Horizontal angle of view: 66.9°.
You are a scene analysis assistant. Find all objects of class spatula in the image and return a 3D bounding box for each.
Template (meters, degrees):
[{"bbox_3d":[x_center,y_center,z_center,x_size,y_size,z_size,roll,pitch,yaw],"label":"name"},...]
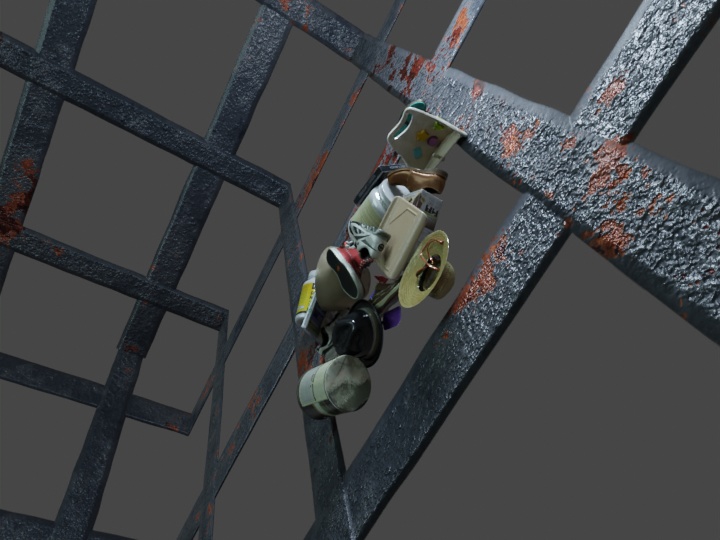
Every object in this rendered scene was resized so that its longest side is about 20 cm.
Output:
[{"bbox_3d":[0.048,0.166,1.537,0.200,0.020,0.058,-43,36,42],"label":"spatula"}]

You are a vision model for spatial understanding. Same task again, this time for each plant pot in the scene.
[{"bbox_3d":[-0.042,0.032,1.724,0.130,0.201,0.207,4,65,23],"label":"plant pot"}]

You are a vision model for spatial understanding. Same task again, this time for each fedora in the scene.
[{"bbox_3d":[-0.019,0.182,1.520,0.198,0.089,0.209,12,104,55],"label":"fedora"}]

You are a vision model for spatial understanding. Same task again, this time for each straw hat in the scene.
[{"bbox_3d":[0.180,0.015,1.302,0.202,0.084,0.204,-49,24,30],"label":"straw hat"}]

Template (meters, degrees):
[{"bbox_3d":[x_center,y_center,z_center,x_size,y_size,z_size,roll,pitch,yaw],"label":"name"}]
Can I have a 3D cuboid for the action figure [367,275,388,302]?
[{"bbox_3d":[0.027,0.115,1.627,0.065,0.050,0.207,-1,70,66],"label":"action figure"}]

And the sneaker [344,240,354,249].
[{"bbox_3d":[-0.029,-0.053,1.863,0.204,0.091,0.071,-60,22,17],"label":"sneaker"}]

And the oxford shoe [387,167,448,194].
[{"bbox_3d":[0.153,-0.250,1.564,0.195,0.071,0.074,8,79,38],"label":"oxford shoe"}]

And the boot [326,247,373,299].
[{"bbox_3d":[0.000,0.000,1.601,0.202,0.140,0.074,56,138,39],"label":"boot"}]

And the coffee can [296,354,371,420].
[{"bbox_3d":[-0.078,0.330,1.527,0.199,0.143,0.151,-33,38,55],"label":"coffee can"}]

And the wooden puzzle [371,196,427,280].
[{"bbox_3d":[0.099,-0.089,1.456,0.189,0.036,0.200,-63,26,11],"label":"wooden puzzle"}]

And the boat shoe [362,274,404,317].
[{"bbox_3d":[0.063,0.065,1.515,0.076,0.073,0.203,56,131,18],"label":"boat shoe"}]

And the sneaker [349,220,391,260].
[{"bbox_3d":[0.007,-0.079,1.504,0.091,0.073,0.199,-65,25,1],"label":"sneaker"}]

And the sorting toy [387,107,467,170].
[{"bbox_3d":[0.176,-0.382,1.575,0.201,0.176,0.109,-49,27,37],"label":"sorting toy"}]

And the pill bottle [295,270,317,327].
[{"bbox_3d":[-0.171,0.109,2.019,0.112,0.110,0.206,-36,37,52],"label":"pill bottle"}]

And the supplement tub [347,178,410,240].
[{"bbox_3d":[0.063,-0.166,1.681,0.201,0.142,0.148,-49,27,38],"label":"supplement tub"}]

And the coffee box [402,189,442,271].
[{"bbox_3d":[0.143,-0.108,1.518,0.112,0.078,0.206,-6,63,65],"label":"coffee box"}]

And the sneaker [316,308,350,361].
[{"bbox_3d":[-0.083,0.186,1.767,0.075,0.086,0.206,-31,40,58],"label":"sneaker"}]

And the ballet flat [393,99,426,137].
[{"bbox_3d":[0.163,-0.530,1.914,0.200,0.067,0.070,-48,19,39],"label":"ballet flat"}]

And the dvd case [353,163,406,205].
[{"bbox_3d":[0.079,-0.275,1.729,0.025,0.197,0.151,51,127,16],"label":"dvd case"}]

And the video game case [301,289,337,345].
[{"bbox_3d":[-0.120,0.137,1.791,0.021,0.201,0.187,12,70,23],"label":"video game case"}]
